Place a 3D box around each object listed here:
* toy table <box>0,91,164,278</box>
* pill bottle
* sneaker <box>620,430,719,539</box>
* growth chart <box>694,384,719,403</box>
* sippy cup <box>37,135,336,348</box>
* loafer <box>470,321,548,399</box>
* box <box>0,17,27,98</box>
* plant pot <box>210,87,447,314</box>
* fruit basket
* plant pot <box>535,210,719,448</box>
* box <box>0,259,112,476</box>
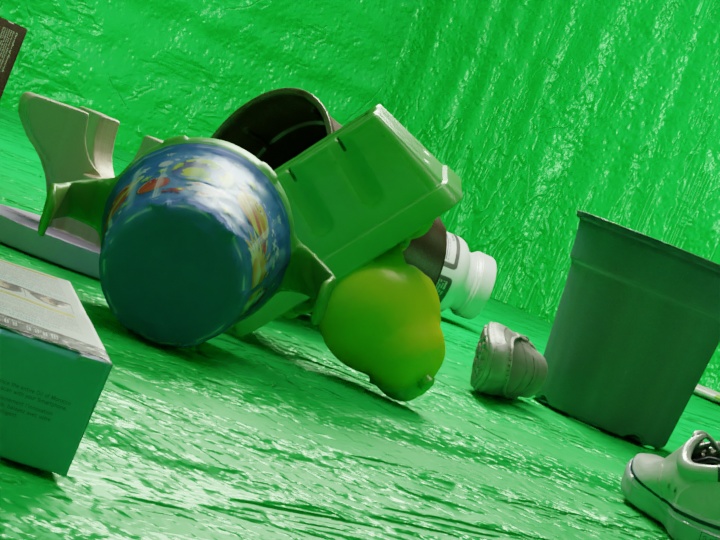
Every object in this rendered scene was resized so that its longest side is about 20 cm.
[{"bbox_3d":[-0.198,-0.058,1.375,0.200,0.117,0.184,17,5,-46],"label":"toy table"},{"bbox_3d":[0.080,-0.008,2.407,0.200,0.116,0.116,21,3,-18],"label":"pill bottle"},{"bbox_3d":[0.239,0.150,1.219,0.073,0.071,0.200,21,3,-10],"label":"sneaker"},{"bbox_3d":[0.635,0.225,3.151,0.145,0.018,0.200,22,2,16],"label":"growth chart"},{"bbox_3d":[-0.114,-0.011,1.143,0.178,0.140,0.130,-16,13,6],"label":"sippy cup"},{"bbox_3d":[0.143,0.088,1.641,0.070,0.070,0.200,14,2,7],"label":"loafer"},{"bbox_3d":[-0.730,-0.401,3.097,0.166,0.164,0.200,22,3,13],"label":"box"},{"bbox_3d":[-0.035,-0.039,1.649,0.198,0.200,0.200,30,-3,-40],"label":"plant pot"},{"bbox_3d":[0.000,0.000,1.340,0.215,0.216,0.156,22,10,-1],"label":"fruit basket"},{"bbox_3d":[0.280,0.065,1.781,0.200,0.196,0.200,21,4,-1],"label":"plant pot"},{"bbox_3d":[-0.161,0.029,0.741,0.082,0.049,0.200,21,3,-16],"label":"box"}]
